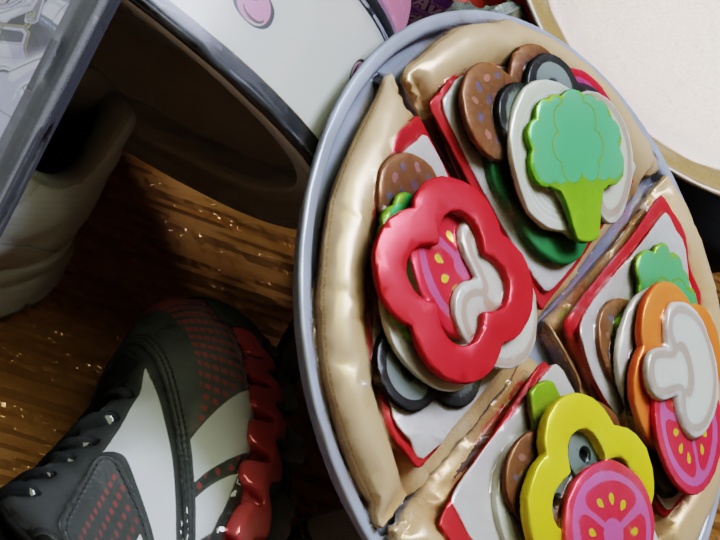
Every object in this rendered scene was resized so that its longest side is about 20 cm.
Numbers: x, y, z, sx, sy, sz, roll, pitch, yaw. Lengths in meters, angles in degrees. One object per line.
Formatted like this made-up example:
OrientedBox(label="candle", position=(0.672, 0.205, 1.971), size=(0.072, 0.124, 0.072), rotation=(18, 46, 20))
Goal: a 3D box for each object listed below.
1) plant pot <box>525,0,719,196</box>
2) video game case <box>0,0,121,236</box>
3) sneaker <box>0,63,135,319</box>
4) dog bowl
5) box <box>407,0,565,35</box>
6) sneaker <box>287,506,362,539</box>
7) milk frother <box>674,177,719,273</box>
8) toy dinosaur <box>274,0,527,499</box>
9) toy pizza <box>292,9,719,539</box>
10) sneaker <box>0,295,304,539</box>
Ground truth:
OrientedBox(label="plant pot", position=(0.141, -0.113, 0.831), size=(0.198, 0.027, 0.202), rotation=(4, 74, -16))
OrientedBox(label="video game case", position=(-0.186, -0.042, 0.596), size=(0.199, 0.026, 0.182), rotation=(26, 80, -1))
OrientedBox(label="sneaker", position=(-0.144, -0.016, 0.676), size=(0.075, 0.087, 0.200), rotation=(49, 40, 7))
OrientedBox(label="dog bowl", position=(-0.071, -0.098, 0.728), size=(0.200, 0.200, 0.074), rotation=(36, 79, -7))
OrientedBox(label="box", position=(0.028, -0.185, 0.845), size=(0.136, 0.039, 0.201), rotation=(25, 66, -20))
OrientedBox(label="sneaker", position=(0.048, 0.066, 0.774), size=(0.079, 0.074, 0.200), rotation=(42, 38, 9))
OrientedBox(label="milk frother", position=(0.161, -0.111, 0.918), size=(0.188, 0.199, 0.182), rotation=(29, 50, -36))
OrientedBox(label="toy dinosaur", position=(0.000, 0.000, 0.775), size=(0.047, 0.088, 0.201), rotation=(20, 65, 5))
OrientedBox(label="toy pizza", position=(0.057, 0.019, 0.703), size=(0.199, 0.032, 0.202), rotation=(15, 68, -44))
OrientedBox(label="sneaker", position=(-0.072, 0.074, 0.661), size=(0.097, 0.071, 0.201), rotation=(27, 41, -20))
